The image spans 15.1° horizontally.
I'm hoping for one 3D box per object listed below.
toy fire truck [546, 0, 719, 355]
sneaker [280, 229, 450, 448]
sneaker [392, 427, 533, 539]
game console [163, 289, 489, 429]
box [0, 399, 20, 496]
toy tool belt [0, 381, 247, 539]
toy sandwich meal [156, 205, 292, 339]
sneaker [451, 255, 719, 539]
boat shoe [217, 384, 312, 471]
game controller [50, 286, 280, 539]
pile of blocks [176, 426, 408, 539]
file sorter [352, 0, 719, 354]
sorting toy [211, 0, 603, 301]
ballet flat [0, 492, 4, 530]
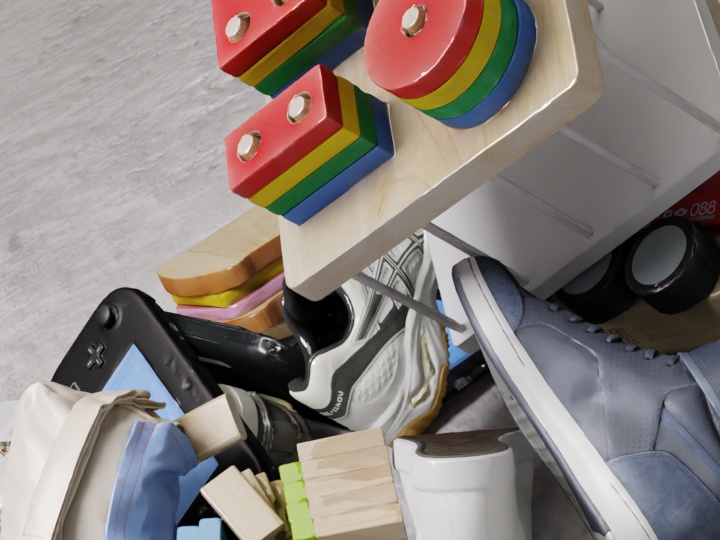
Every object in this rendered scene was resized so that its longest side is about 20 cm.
[{"bbox_3d":[0.153,-0.054,1.460,0.175,0.129,0.201,-9,54,45],"label":"toy fire truck"},{"bbox_3d":[0.000,0.000,1.494,0.076,0.087,0.201,-51,29,40],"label":"sneaker"},{"bbox_3d":[0.052,0.124,1.379,0.072,0.085,0.200,-6,2,7],"label":"sneaker"},{"bbox_3d":[-0.018,0.029,1.625,0.200,0.175,0.117,8,71,59],"label":"game console"},{"bbox_3d":[-0.252,0.139,1.789,0.199,0.036,0.144,-7,31,44],"label":"box"},{"bbox_3d":[-0.127,0.160,1.437,0.122,0.201,0.125,2,-17,7],"label":"toy tool belt"},{"bbox_3d":[-0.046,-0.023,1.820,0.204,0.070,0.205,-29,21,12],"label":"toy sandwich meal"},{"bbox_3d":[0.144,0.045,1.329,0.146,0.077,0.203,-32,60,-3],"label":"sneaker"},{"bbox_3d":[-0.108,0.108,1.633,0.201,0.060,0.073,-12,70,51],"label":"boat shoe"},{"bbox_3d":[-0.116,0.100,1.548,0.104,0.042,0.200,-49,49,11],"label":"game controller"},{"bbox_3d":[-0.061,0.158,1.394,0.199,0.062,0.082,-33,57,-13],"label":"pile of blocks"},{"bbox_3d":[0.073,-0.083,1.392,0.200,0.124,0.139,-38,45,29],"label":"file sorter"},{"bbox_3d":[0.010,-0.123,1.329,0.198,0.069,0.201,-35,45,32],"label":"sorting toy"},{"bbox_3d":[-0.225,0.183,1.613,0.200,0.070,0.069,-46,25,-15],"label":"ballet flat"}]
